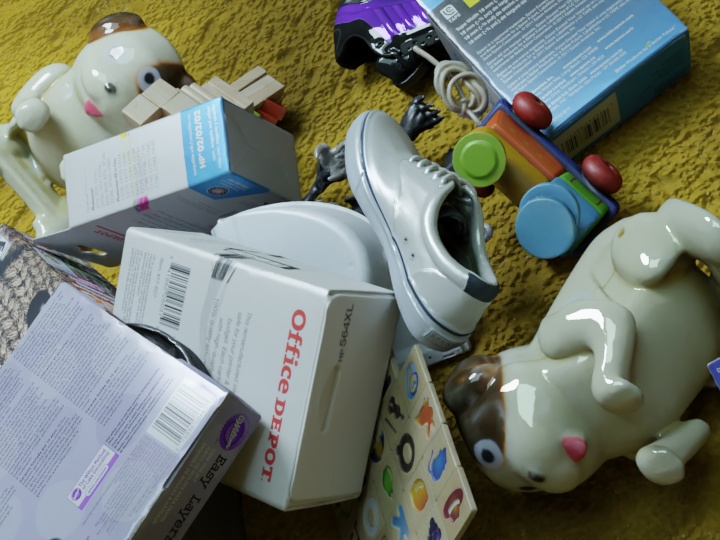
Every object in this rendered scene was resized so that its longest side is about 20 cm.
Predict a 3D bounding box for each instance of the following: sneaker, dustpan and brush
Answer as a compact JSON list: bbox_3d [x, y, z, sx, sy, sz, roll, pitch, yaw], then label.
[{"bbox_3d":[0.048,-0.042,0.926,0.071,0.073,0.201,-43,51,30],"label":"sneaker"},{"bbox_3d":[0.000,0.000,0.999,0.198,0.057,0.141,-19,80,23],"label":"dustpan and brush"},{"bbox_3d":[0.061,-0.204,1.192,0.198,0.070,0.101,5,69,32],"label":"sneaker"}]

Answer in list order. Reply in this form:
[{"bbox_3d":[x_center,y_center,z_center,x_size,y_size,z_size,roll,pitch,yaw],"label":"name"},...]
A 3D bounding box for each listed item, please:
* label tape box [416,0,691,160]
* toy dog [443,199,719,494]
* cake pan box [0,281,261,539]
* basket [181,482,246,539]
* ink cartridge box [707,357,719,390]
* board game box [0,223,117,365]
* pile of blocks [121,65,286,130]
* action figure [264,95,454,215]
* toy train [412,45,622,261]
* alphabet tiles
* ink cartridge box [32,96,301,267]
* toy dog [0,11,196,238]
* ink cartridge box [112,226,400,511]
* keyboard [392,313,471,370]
[{"bbox_3d":[0.147,-0.197,1.093,0.144,0.063,0.201,-37,62,0],"label":"label tape box"},{"bbox_3d":[0.148,0.055,0.868,0.200,0.140,0.194,-42,37,-4],"label":"toy dog"},{"bbox_3d":[-0.183,0.123,0.885,0.183,0.052,0.201,26,78,35],"label":"cake pan box"},{"bbox_3d":[-0.134,0.260,0.892,0.179,0.136,0.201,-28,49,3],"label":"basket"},{"bbox_3d":[0.279,0.120,0.747,0.094,0.037,0.202,-28,77,9],"label":"ink cartridge box"},{"bbox_3d":[-0.251,0.083,1.090,0.199,0.097,0.160,33,93,46],"label":"board game box"},{"bbox_3d":[-0.125,-0.121,1.180,0.062,0.199,0.083,35,117,20],"label":"pile of blocks"},{"bbox_3d":[0.004,-0.051,1.065,0.119,0.102,0.200,44,74,3],"label":"action figure"},{"bbox_3d":[0.091,-0.088,0.977,0.200,0.116,0.085,44,111,7],"label":"toy train"},{"bbox_3d":[0.024,0.154,0.885,0.201,0.006,0.167,-108,33,-44],"label":"alphabet tiles"},{"bbox_3d":[-0.162,-0.068,1.116,0.198,0.115,0.069,-17,72,24],"label":"ink cartridge box"},{"bbox_3d":[-0.229,-0.135,1.232,0.193,0.140,0.200,-29,-8,-45],"label":"toy dog"},{"bbox_3d":[-0.082,0.062,0.941,0.199,0.084,0.148,17,98,38],"label":"ink cartridge box"},{"bbox_3d":[-0.017,0.069,1.028,0.198,0.057,0.011,-22,6,15],"label":"keyboard"}]
